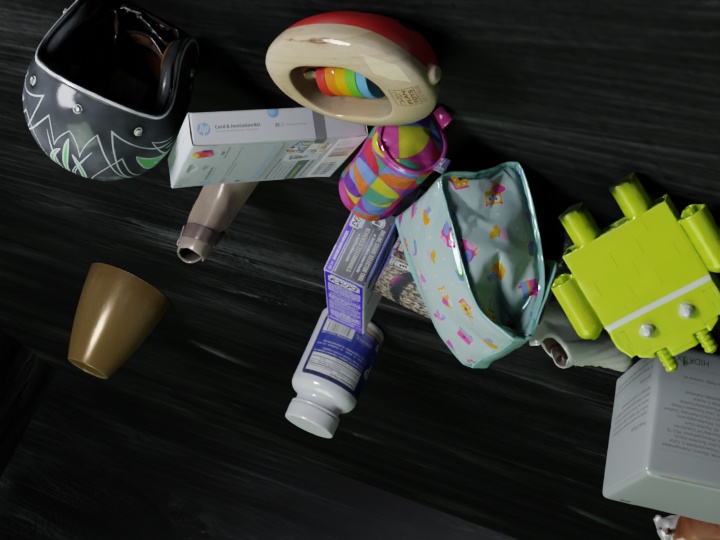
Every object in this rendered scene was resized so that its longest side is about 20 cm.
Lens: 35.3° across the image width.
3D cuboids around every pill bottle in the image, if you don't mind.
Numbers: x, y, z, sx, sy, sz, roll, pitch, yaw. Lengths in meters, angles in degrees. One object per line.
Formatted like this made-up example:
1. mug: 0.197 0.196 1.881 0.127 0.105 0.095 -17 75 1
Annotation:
1. pill bottle: -0.049 0.177 1.939 0.119 0.202 0.120 22 161 8

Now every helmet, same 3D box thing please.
1. helmet: -0.285 -0.195 1.272 0.198 0.192 0.200 22 161 8

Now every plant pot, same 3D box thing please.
1. plant pot: -0.525 0.117 2.369 0.185 0.202 0.187 21 160 8

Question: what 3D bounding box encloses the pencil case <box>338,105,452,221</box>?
1. pencil case: 0.036 -0.117 1.254 0.088 0.089 0.200 28 162 -9

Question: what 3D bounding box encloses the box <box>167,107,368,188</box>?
1. box: -0.109 -0.139 1.282 0.198 0.042 0.156 -7 170 -19

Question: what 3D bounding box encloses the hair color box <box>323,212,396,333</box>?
1. hair color box: 0.000 0.000 1.560 0.064 0.110 0.200 23 160 7

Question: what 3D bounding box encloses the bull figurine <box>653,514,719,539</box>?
1. bull figurine: 0.586 0.414 1.902 0.065 0.122 0.199 34 159 -25

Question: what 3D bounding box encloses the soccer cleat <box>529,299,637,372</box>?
1. soccer cleat: 0.292 0.102 1.506 0.199 0.078 0.069 30 161 -32

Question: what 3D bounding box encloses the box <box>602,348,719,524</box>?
1. box: 0.437 0.216 1.453 0.198 0.173 0.199 13 160 1

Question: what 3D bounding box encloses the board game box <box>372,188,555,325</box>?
1. board game box: 0.132 0.005 1.432 0.198 0.098 0.160 25 161 0

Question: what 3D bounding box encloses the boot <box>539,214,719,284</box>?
1. boot: 0.290 -0.006 1.235 0.157 0.080 0.211 30 161 -15

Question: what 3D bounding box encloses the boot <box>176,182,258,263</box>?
1. boot: -0.189 -0.086 1.509 0.070 0.147 0.200 28 160 -5

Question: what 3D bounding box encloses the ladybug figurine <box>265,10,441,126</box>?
1. ladybug figurine: -0.001 -0.200 1.097 0.198 0.072 0.136 12 157 35

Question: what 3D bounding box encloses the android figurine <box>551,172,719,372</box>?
1. android figurine: 0.290 0.008 1.154 0.181 0.041 0.201 -28 95 25

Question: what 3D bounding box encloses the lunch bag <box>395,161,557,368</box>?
1. lunch bag: 0.132 0.002 1.258 0.121 0.202 0.170 -12 169 -18
